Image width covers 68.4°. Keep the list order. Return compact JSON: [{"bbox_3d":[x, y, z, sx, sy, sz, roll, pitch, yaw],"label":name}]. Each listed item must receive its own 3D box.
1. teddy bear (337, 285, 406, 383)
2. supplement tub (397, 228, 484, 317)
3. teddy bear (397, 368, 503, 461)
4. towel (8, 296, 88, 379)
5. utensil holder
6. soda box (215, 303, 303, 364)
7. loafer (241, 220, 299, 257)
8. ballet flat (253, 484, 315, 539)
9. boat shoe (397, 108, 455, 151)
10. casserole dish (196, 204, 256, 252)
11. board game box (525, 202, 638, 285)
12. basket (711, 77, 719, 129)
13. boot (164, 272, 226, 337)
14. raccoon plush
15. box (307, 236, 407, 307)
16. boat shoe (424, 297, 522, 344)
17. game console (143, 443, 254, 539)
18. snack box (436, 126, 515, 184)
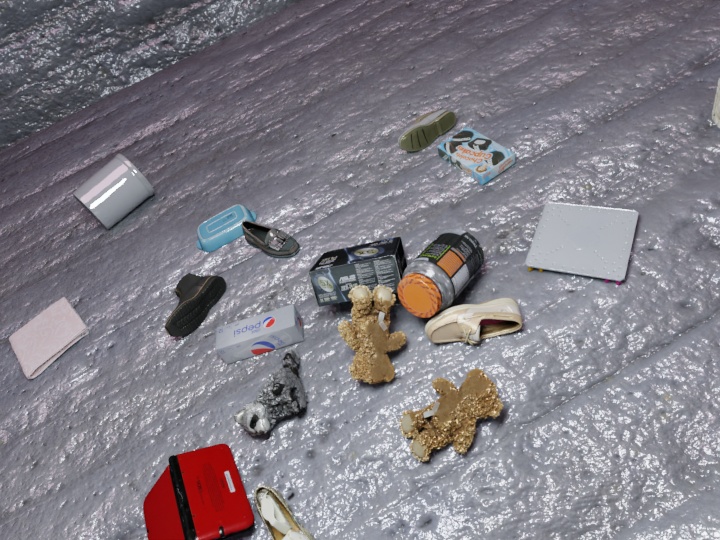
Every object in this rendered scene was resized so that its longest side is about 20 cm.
[{"bbox_3d":[0.022,0.129,1.097,0.144,0.202,0.067,-16,1,-28],"label":"teddy bear"},{"bbox_3d":[0.170,0.006,1.131,0.122,0.124,0.200,17,41,33],"label":"supplement tub"},{"bbox_3d":[0.165,0.268,0.979,0.200,0.067,0.145,-44,39,-10],"label":"teddy bear"},{"bbox_3d":[-0.873,0.183,1.485,0.191,0.032,0.199,-42,49,-18],"label":"towel"},{"bbox_3d":[-0.825,-0.261,1.772,0.169,0.171,0.200,28,65,38],"label":"utensil holder"},{"bbox_3d":[-0.235,0.149,1.237,0.198,0.064,0.069,-18,44,6],"label":"soda box"},{"bbox_3d":[-0.256,-0.089,1.460,0.199,0.063,0.072,17,58,33],"label":"loafer"},{"bbox_3d":[-0.132,0.451,0.915,0.068,0.076,0.200,-38,47,-15],"label":"ballet flat"},{"bbox_3d":[0.188,-0.418,1.580,0.199,0.075,0.068,-30,39,-16],"label":"boat shoe"},{"bbox_3d":[-0.405,-0.132,1.578,0.199,0.039,0.121,-29,46,-6],"label":"casserole dish"},{"bbox_3d":[0.487,-0.064,1.166,0.198,0.026,0.201,11,54,29],"label":"board game box"},{"bbox_3d":[0.932,-0.392,1.209,0.198,0.136,0.124,-14,44,9],"label":"basket"},{"bbox_3d":[-0.462,0.086,1.389,0.137,0.078,0.200,8,40,33],"label":"boot"},{"bbox_3d":[-0.187,0.266,1.125,0.133,0.097,0.200,-30,14,12],"label":"raccoon plush"},{"bbox_3d":[0.000,0.000,1.214,0.198,0.087,0.164,-11,16,13],"label":"box"},{"bbox_3d":[0.231,0.112,1.076,0.198,0.074,0.070,-17,40,6],"label":"boat shoe"},{"bbox_3d":[-0.311,0.457,1.003,0.171,0.120,0.200,-6,33,-28],"label":"game console"},{"bbox_3d":[0.314,-0.319,1.457,0.116,0.037,0.200,-34,46,-9],"label":"snack box"}]
